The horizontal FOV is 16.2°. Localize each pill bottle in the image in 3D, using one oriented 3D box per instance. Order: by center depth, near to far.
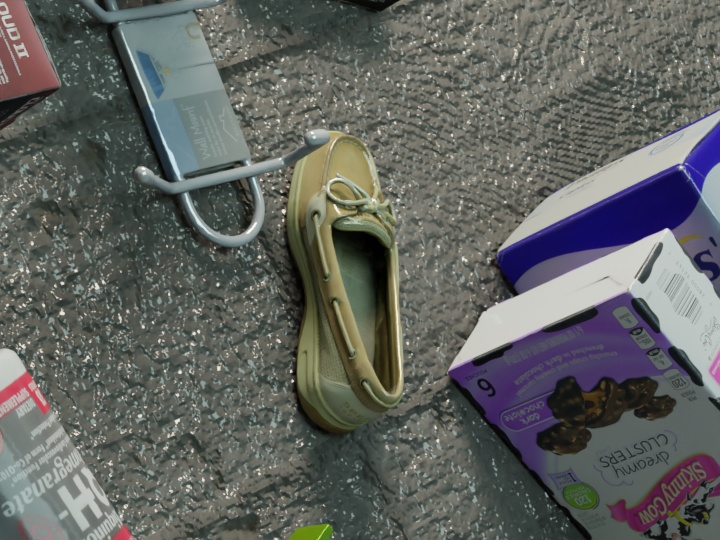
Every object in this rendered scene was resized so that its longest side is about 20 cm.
[{"bbox_3d":[-0.174,0.150,1.298,0.111,0.111,0.200,-38,98,-47],"label":"pill bottle"}]

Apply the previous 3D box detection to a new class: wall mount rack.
[{"bbox_3d":[-0.110,-0.112,1.515,0.174,0.074,0.200,-16,81,-46],"label":"wall mount rack"}]

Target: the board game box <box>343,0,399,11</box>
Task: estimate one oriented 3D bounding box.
[{"bbox_3d":[-0.039,-0.282,1.700,0.135,0.028,0.201,11,64,-42],"label":"board game box"}]

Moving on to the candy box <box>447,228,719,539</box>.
[{"bbox_3d":[0.185,0.092,1.633,0.200,0.168,0.072,50,45,-14],"label":"candy box"}]

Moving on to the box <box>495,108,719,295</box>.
[{"bbox_3d":[0.224,0.018,1.697,0.200,0.184,0.105,55,45,-8],"label":"box"}]

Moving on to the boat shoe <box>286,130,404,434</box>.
[{"bbox_3d":[-0.002,0.000,1.573,0.073,0.063,0.201,23,56,-35],"label":"boat shoe"}]

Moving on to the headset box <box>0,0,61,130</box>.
[{"bbox_3d":[-0.264,-0.085,1.297,0.200,0.148,0.075,-20,85,-46],"label":"headset box"}]

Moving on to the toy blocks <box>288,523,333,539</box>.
[{"bbox_3d":[-0.050,0.258,1.394,0.137,0.100,0.200,60,42,-21],"label":"toy blocks"}]
